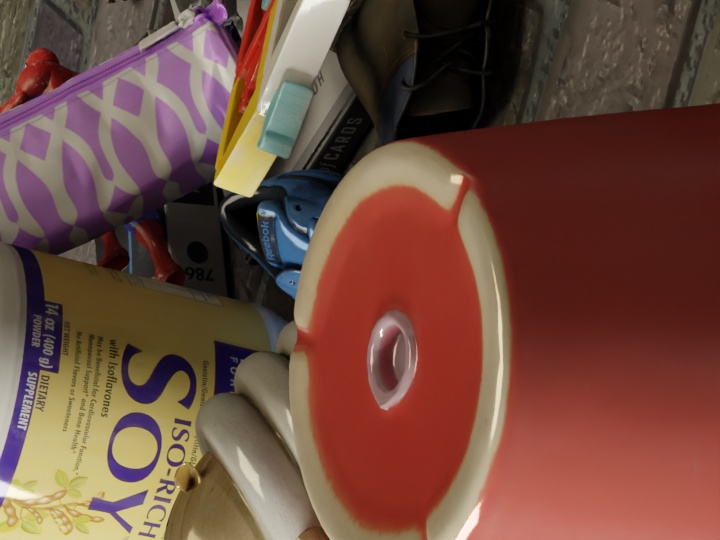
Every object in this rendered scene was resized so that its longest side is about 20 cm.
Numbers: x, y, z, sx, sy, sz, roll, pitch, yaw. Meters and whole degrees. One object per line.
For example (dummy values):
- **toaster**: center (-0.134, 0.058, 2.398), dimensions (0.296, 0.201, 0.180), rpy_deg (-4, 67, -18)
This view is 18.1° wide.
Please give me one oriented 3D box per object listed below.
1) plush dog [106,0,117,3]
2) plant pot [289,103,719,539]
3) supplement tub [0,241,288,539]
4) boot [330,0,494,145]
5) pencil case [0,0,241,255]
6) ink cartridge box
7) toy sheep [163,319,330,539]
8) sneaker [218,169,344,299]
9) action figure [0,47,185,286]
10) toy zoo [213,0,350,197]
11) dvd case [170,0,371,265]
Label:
- **plush dog**: center (-0.209, -0.244, 1.319), dimensions (0.200, 0.171, 0.162), rpy_deg (1, 88, 60)
- **plant pot**: center (0.083, 0.033, 0.766), dimensions (0.200, 0.176, 0.202), rpy_deg (-11, 78, 61)
- **supplement tub**: center (-0.109, 0.075, 1.061), dimensions (0.145, 0.199, 0.146), rpy_deg (-42, 41, 51)
- **boot**: center (0.044, -0.117, 0.971), dimensions (0.200, 0.074, 0.098), rpy_deg (131, 125, -61)
- **pencil case**: center (-0.137, -0.060, 1.106), dimensions (0.084, 0.199, 0.086), rpy_deg (54, 169, 49)
- **ink cartridge box**: center (-0.115, -0.024, 1.266), dimensions (0.099, 0.039, 0.201), rpy_deg (-36, 57, 53)
- **toy sheep**: center (0.009, 0.074, 0.903), dimensions (0.138, 0.199, 0.138), rpy_deg (54, 161, 28)
- **sneaker**: center (0.000, 0.000, 1.020), dimensions (0.200, 0.078, 0.066), rpy_deg (29, 110, 56)
- **action figure**: center (-0.168, -0.041, 1.249), dimensions (0.099, 0.065, 0.201), rpy_deg (-47, 45, 25)
- **toy zoo**: center (-0.028, -0.125, 1.007), dimensions (0.131, 0.020, 0.201), rpy_deg (121, 163, -47)
- **dvd case**: center (-0.046, -0.127, 1.168), dimensions (0.151, 0.025, 0.201), rpy_deg (-55, 43, 43)
